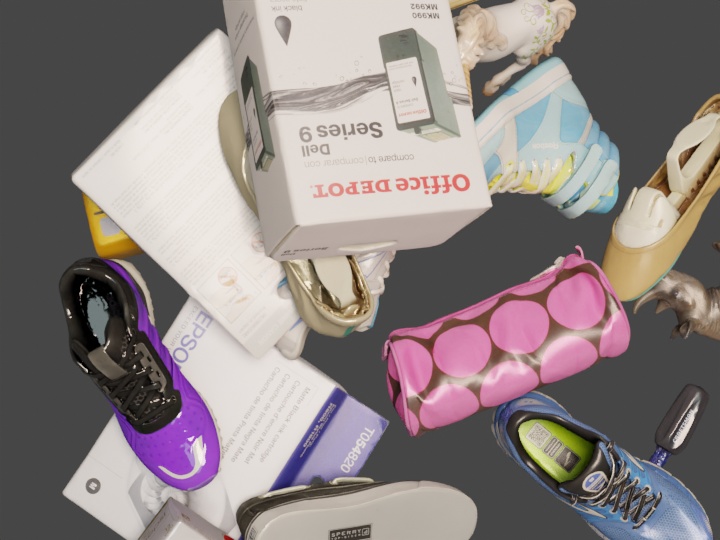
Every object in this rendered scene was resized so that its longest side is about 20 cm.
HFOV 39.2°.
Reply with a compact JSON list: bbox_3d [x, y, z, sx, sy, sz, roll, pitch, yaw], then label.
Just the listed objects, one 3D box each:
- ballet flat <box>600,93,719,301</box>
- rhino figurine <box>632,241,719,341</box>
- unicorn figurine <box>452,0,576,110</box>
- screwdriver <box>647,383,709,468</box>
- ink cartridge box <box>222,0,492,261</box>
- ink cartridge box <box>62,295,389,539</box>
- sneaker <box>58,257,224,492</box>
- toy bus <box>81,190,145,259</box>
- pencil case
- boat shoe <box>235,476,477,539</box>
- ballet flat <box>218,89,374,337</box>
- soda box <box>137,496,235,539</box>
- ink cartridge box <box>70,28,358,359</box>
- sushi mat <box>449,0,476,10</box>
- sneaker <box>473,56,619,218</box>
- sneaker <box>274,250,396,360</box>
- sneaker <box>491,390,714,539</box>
[{"bbox_3d":[0.258,-0.067,0.850,0.201,0.068,0.063,-52,132,-11],"label":"ballet flat"},{"bbox_3d":[0.327,0.016,0.850,0.198,0.060,0.088,-10,90,-1],"label":"rhino figurine"},{"bbox_3d":[0.095,-0.176,0.800,0.200,0.137,0.074,-39,92,-29],"label":"unicorn figurine"},{"bbox_3d":[0.234,0.184,0.850,0.029,0.028,0.201,35,86,-28],"label":"screwdriver"},{"bbox_3d":[-0.004,-0.119,0.698,0.144,0.084,0.202,-7,78,-21],"label":"ink cartridge box"},{"bbox_3d":[-0.107,0.153,0.831,0.199,0.041,0.201,32,85,1],"label":"ink cartridge box"},{"bbox_3d":[-0.176,0.079,0.766,0.069,0.100,0.201,-30,80,1],"label":"sneaker"},{"bbox_3d":[-0.125,-0.071,0.838,0.198,0.065,0.079,-15,86,-3],"label":"toy bus"},{"bbox_3d":[0.113,0.058,0.825,0.198,0.091,0.094,-23,86,-2],"label":"pencil case"},{"bbox_3d":[-0.001,0.196,0.814,0.198,0.064,0.071,3,104,-25],"label":"boat shoe"},{"bbox_3d":[-0.044,-0.044,0.745,0.069,0.069,0.201,-26,97,-4],"label":"ballet flat"},{"bbox_3d":[-0.086,0.262,0.781,0.200,0.064,0.068,40,83,-18],"label":"soda box"},{"bbox_3d":[-0.099,-0.058,0.791,0.163,0.057,0.200,-46,104,-4],"label":"ink cartridge box"},{"bbox_3d":[0.020,-0.244,0.833,0.198,0.012,0.097,-14,82,31],"label":"sushi mat"},{"bbox_3d":[0.140,-0.079,0.814,0.200,0.079,0.131,-40,92,-33],"label":"sneaker"},{"bbox_3d":[0.000,0.000,0.828,0.199,0.075,0.087,-36,80,-2],"label":"sneaker"},{"bbox_3d":[0.190,0.172,0.806,0.199,0.089,0.079,32,94,7],"label":"sneaker"}]
